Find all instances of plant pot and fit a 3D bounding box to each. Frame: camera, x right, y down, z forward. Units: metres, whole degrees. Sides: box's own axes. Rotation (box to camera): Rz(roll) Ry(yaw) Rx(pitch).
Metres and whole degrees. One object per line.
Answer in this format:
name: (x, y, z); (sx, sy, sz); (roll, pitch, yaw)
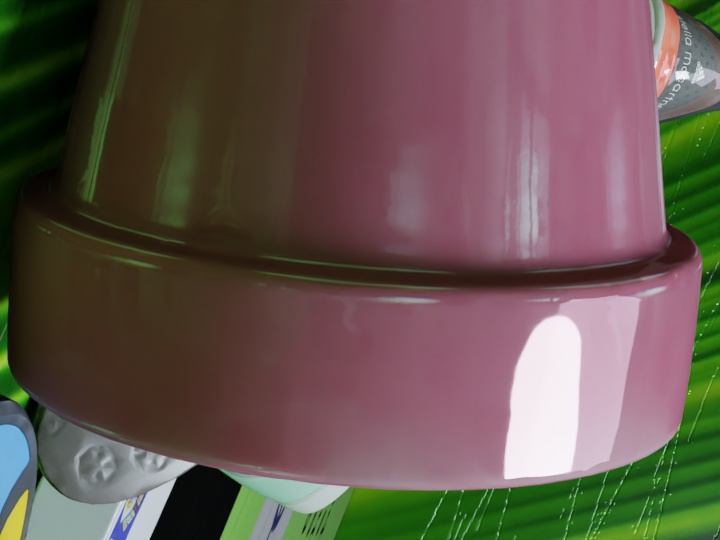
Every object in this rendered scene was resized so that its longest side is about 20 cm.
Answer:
plant pot: (0.003, -0.054, 0.543); (0.200, 0.198, 0.181); (-46, 142, -76)

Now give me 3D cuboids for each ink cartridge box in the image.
ink cartridge box: (-0.089, 0.060, 0.777); (0.100, 0.039, 0.201); (85, 29, -76)

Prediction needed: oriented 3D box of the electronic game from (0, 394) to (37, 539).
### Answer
electronic game: (-0.139, 0.127, 0.529); (0.200, 0.041, 0.201); (22, 90, -85)

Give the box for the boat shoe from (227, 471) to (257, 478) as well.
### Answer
boat shoe: (0.004, 0.003, 0.796); (0.203, 0.074, 0.086); (-58, 171, -13)

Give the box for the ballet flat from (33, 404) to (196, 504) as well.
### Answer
ballet flat: (-0.050, 0.006, 0.715); (0.200, 0.067, 0.046); (-51, -158, -20)

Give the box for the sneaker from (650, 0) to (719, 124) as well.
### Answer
sneaker: (0.106, -0.097, 0.893); (0.200, 0.081, 0.078); (34, -72, 62)

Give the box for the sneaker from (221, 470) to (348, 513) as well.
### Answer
sneaker: (-0.009, 0.024, 0.872); (0.201, 0.118, 0.074); (-48, -138, 17)
